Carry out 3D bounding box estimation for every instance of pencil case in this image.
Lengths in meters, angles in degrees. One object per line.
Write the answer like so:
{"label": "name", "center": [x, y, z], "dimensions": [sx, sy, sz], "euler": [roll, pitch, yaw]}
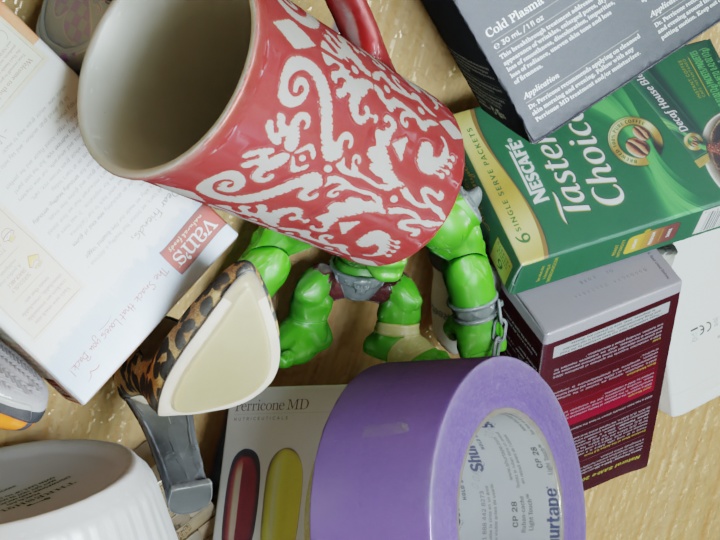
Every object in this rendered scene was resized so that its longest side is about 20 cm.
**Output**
{"label": "pencil case", "center": [-0.100, -0.117, 1.573], "dimensions": [0.200, 0.083, 0.091], "euler": [39, 65, -40]}

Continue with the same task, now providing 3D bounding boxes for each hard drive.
{"label": "hard drive", "center": [0.262, -0.008, 1.926], "dimensions": [0.132, 0.027, 0.201], "euler": [-24, 121, -28]}

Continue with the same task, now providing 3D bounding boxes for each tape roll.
{"label": "tape roll", "center": [0.056, 0.153, 1.615], "dimensions": [0.200, 0.085, 0.201], "euler": [12, 76, -59]}

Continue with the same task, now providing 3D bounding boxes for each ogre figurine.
{"label": "ogre figurine", "center": [0.000, 0.000, 1.688], "dimensions": [0.199, 0.098, 0.120], "euler": [8, 109, 2]}

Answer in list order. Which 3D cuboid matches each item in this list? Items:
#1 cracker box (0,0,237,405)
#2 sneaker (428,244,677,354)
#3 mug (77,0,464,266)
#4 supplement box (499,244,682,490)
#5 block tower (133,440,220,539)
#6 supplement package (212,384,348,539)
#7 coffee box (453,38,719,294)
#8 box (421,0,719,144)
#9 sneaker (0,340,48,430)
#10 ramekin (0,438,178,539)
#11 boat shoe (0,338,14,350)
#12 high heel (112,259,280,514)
{"label": "cracker box", "center": [-0.187, -0.039, 1.504], "dimensions": [0.200, 0.058, 0.134], "euler": [45, 78, -12]}
{"label": "sneaker", "center": [0.126, 0.004, 1.812], "dimensions": [0.199, 0.075, 0.087], "euler": [-8, 125, -28]}
{"label": "mug", "center": [-0.031, -0.101, 1.491], "dimensions": [0.200, 0.133, 0.178], "euler": [26, 97, -45]}
{"label": "supplement box", "center": [0.147, 0.071, 1.796], "dimensions": [0.109, 0.061, 0.200], "euler": [-20, 142, -21]}
{"label": "block tower", "center": [-0.106, 0.196, 1.713], "dimensions": [0.054, 0.058, 0.200], "euler": [-38, 128, -19]}
{"label": "supplement package", "center": [-0.021, 0.181, 1.674], "dimensions": [0.109, 0.113, 0.201], "euler": [28, 63, -54]}
{"label": "coffee box", "center": [0.164, -0.069, 1.741], "dimensions": [0.199, 0.123, 0.044], "euler": [-16, 157, -17]}
{"label": "box", "center": [0.130, -0.214, 1.638], "dimensions": [0.200, 0.104, 0.182], "euler": [-33, 113, -4]}
{"label": "sneaker", "center": [-0.281, 0.074, 1.492], "dimensions": [0.199, 0.078, 0.112], "euler": [20, 107, -3]}
{"label": "ramekin", "center": [-0.198, 0.167, 1.547], "dimensions": [0.202, 0.202, 0.095], "euler": [-18, 105, -31]}
{"label": "boat shoe", "center": [-0.208, 0.039, 1.561], "dimensions": [0.200, 0.070, 0.071], "euler": [-47, 129, -13]}
{"label": "high heel", "center": [-0.104, 0.029, 1.557], "dimensions": [0.071, 0.143, 0.200], "euler": [-3, 138, -22]}
